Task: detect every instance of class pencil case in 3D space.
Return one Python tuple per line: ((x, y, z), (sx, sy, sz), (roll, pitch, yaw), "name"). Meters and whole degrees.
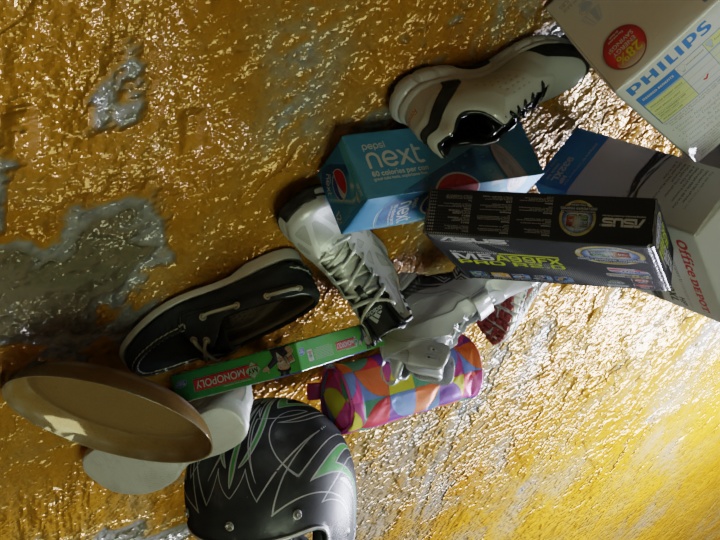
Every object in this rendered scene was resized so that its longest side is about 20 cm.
((0.044, 0.127, 1.399), (0.199, 0.089, 0.089), (-9, 141, -30), "pencil case")

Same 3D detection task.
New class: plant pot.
((-0.230, 0.129, 1.127), (0.199, 0.028, 0.200), (11, 152, 6), "plant pot")

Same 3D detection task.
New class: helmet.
((-0.097, 0.233, 1.312), (0.199, 0.200, 0.191), (-28, 132, -7), "helmet")

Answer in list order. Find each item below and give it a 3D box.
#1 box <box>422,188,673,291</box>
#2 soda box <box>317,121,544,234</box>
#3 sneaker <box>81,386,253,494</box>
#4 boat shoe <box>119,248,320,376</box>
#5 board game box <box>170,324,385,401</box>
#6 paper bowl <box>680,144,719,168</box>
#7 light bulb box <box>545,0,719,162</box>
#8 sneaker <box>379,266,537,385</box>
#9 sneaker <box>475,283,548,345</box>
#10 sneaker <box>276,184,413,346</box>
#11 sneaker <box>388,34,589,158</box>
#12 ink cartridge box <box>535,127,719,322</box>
((0.173, -0.026, 1.097), (0.199, 0.044, 0.160), (4, 168, 20), "box")
((0.067, -0.090, 1.125), (0.199, 0.068, 0.064), (-11, 158, -30), "soda box")
((-0.194, 0.166, 1.265), (0.199, 0.089, 0.075), (-22, 116, 19), "sneaker")
((-0.134, 0.051, 1.161), (0.200, 0.060, 0.076), (-32, 148, -1), "boat shoe")
((-0.074, 0.086, 1.179), (0.134, 0.029, 0.200), (-16, 177, 23), "board game box")
((0.390, -0.132, 1.265), (0.104, 0.201, 0.201), (7, 152, 18), "paper bowl")
((0.309, -0.230, 1.100), (0.198, 0.125, 0.200), (-43, 145, 18), "light bulb box")
((0.102, 0.052, 1.264), (0.199, 0.115, 0.075), (-13, 158, 8), "sneaker")
((0.185, 0.008, 1.358), (0.082, 0.078, 0.200), (-10, 142, -33), "sneaker")
((0.000, 0.000, 1.155), (0.076, 0.116, 0.200), (-36, 147, 7), "sneaker")
((0.127, -0.151, 1.097), (0.199, 0.080, 0.074), (-21, 145, -20), "sneaker")
((0.293, -0.046, 1.223), (0.084, 0.200, 0.145), (-48, 133, -16), "ink cartridge box")
